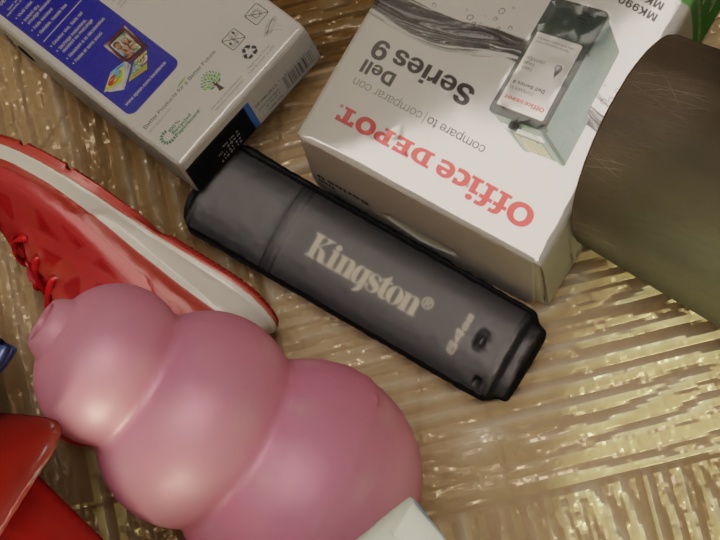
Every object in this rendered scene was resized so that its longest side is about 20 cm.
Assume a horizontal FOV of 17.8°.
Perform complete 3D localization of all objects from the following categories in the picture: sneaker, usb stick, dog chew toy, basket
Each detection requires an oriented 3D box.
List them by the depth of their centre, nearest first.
[{"bbox_3d":[0.212,-0.022,1.091,0.199,0.181,0.136,27,66,19],"label":"basket"},{"bbox_3d":[-0.069,0.078,1.095,0.199,0.124,0.125,33,80,-16],"label":"dog chew toy"},{"bbox_3d":[-0.152,0.017,1.172,0.199,0.078,0.116,30,80,15],"label":"sneaker"},{"bbox_3d":[0.000,0.000,1.179,0.199,0.033,0.056,30,80,13],"label":"usb stick"}]

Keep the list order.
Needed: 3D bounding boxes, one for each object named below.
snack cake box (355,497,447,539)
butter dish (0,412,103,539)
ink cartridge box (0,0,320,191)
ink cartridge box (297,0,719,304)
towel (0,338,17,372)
[{"bbox_3d":[0.007,0.177,1.044,0.115,0.200,0.067,-39,75,-4],"label":"snack cake box"},{"bbox_3d":[-0.178,0.181,1.097,0.148,0.200,0.200,39,74,-17],"label":"butter dish"},{"bbox_3d":[-0.124,-0.135,1.217,0.200,0.039,0.100,39,82,26],"label":"ink cartridge box"},{"bbox_3d":[0.080,-0.106,1.169,0.145,0.084,0.201,28,80,13],"label":"ink cartridge box"},{"bbox_3d":[-0.248,0.101,1.136,0.024,0.145,0.200,38,81,-20],"label":"towel"}]
